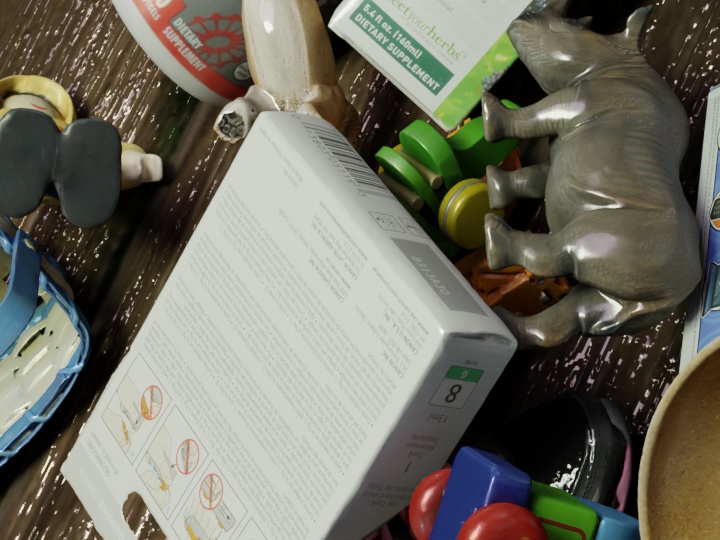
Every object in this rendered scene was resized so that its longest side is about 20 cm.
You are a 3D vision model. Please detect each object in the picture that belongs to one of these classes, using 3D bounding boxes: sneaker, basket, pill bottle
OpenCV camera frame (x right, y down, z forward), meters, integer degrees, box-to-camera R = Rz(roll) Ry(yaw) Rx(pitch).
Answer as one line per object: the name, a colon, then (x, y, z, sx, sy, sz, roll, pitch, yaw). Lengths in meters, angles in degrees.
sneaker: (0.024, 0.115, 0.948, 0.200, 0.095, 0.079, -41, 42, 13)
basket: (-0.224, 0.046, 1.167, 0.176, 0.139, 0.200, -43, 13, 13)
pill bottle: (-0.028, -0.185, 1.166, 0.200, 0.116, 0.116, -36, 46, 19)

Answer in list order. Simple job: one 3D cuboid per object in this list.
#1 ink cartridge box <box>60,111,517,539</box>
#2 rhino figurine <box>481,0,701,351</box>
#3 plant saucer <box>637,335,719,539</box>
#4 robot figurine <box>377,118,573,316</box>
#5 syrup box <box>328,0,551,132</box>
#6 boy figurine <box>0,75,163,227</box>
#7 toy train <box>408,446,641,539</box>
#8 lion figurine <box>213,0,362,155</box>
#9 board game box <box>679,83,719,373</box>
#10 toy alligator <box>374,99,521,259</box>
ink cartridge box: (-0.036, 0.058, 0.941, 0.161, 0.050, 0.200, 51, 121, 41)
rhino figurine: (0.095, -0.050, 0.944, 0.087, 0.060, 0.201, -3, 47, 5)
plant saucer: (0.188, 0.096, 0.755, 0.200, 0.201, 0.035, -3, 20, 41)
robot figurine: (-0.001, 0.023, 1.053, 0.200, 0.058, 0.145, -36, 45, 19)
syrup box: (0.079, -0.168, 1.067, 0.200, 0.079, 0.081, -48, 6, 8)
boy figurine: (-0.170, -0.066, 1.232, 0.200, 0.124, 0.065, -134, 52, -74)
toy train: (0.058, 0.177, 0.840, 0.085, 0.115, 0.201, -157, 84, -76)
lion figurine: (-0.041, -0.115, 1.088, 0.072, 0.122, 0.201, -3, 96, 11)
board game box: (0.210, -0.006, 0.845, 0.196, 0.056, 0.201, -24, 48, 49)
toy alligator: (0.000, 0.000, 0.984, 0.200, 0.054, 0.059, -53, 43, 0)
